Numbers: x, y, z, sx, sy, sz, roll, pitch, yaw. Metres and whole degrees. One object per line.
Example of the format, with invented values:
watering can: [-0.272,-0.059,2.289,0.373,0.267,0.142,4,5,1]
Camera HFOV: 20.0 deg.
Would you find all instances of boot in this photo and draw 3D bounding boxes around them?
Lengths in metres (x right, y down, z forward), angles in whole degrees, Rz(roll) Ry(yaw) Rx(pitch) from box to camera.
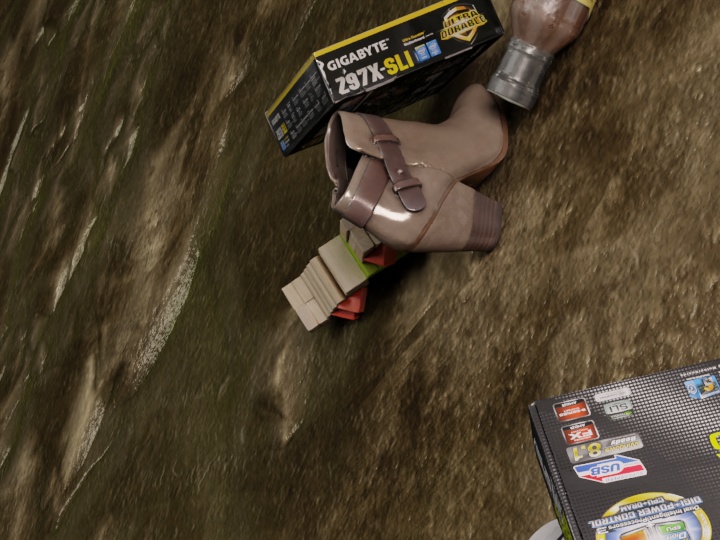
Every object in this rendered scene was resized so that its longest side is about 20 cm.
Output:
boot: [0.042,-0.096,1.643,0.070,0.145,0.201,-55,26,40]

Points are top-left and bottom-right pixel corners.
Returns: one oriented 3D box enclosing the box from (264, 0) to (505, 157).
box: [0.017,-0.163,1.703,0.050,0.159,0.200,67,164,3]

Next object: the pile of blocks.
pile of blocks: [0.000,0.000,1.778,0.062,0.082,0.200,57,147,9]

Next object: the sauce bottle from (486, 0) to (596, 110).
sauce bottle: [0.157,-0.226,1.615,0.201,0.064,0.065,-64,24,6]

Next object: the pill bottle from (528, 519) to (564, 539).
pill bottle: [0.168,0.199,1.177,0.200,0.112,0.113,13,81,66]

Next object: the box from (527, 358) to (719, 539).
box: [0.204,0.113,1.097,0.161,0.198,0.045,-104,2,-54]
